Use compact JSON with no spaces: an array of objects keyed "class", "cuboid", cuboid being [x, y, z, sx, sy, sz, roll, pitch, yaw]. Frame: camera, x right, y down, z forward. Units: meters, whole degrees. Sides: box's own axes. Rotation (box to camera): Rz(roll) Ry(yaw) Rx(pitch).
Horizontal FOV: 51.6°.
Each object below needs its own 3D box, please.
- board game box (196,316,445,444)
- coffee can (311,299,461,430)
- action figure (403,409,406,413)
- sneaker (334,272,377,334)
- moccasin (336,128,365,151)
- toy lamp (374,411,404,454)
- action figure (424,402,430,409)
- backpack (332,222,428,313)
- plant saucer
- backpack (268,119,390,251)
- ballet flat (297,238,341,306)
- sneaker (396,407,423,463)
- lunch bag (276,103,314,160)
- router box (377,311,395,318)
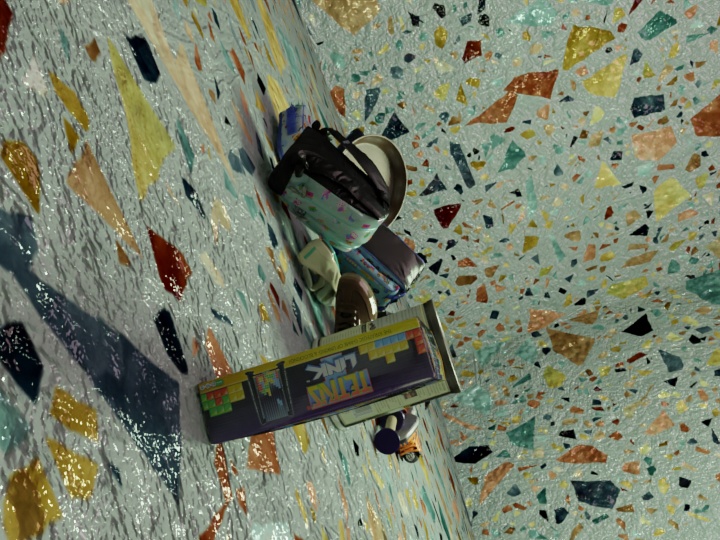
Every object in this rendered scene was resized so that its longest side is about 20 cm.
[{"class":"board game box","cuboid":[-0.025,0.103,0.684,0.165,0.197,0.058,37,36,-78]},{"class":"coffee can","cuboid":[0.041,0.145,1.152,0.146,0.197,0.149,-18,90,-84]},{"class":"action figure","cuboid":[0.065,0.213,1.679,0.099,0.064,0.203,46,37,-54]},{"class":"sneaker","cuboid":[-0.012,0.106,1.248,0.076,0.069,0.203,-54,143,-57]},{"class":"moccasin","cuboid":[-0.044,-0.227,1.591,0.080,0.199,0.069,0,62,-47]},{"class":"toy lamp","cuboid":[0.059,0.316,1.513,0.200,0.057,0.059,-25,97,-83]},{"class":"action figure","cuboid":[0.075,0.217,1.572,0.119,0.198,0.103,-56,-170,44]},{"class":"backpack","cuboid":[0.000,0.000,1.417,0.182,0.200,0.135,42,54,-6]},{"class":"plant saucer","cuboid":[0.011,-0.169,1.477,0.034,0.200,0.202,19,-41,49]},{"class":"backpack","cuboid":[-0.047,-0.133,1.249,0.199,0.127,0.168,37,40,-9]},{"class":"ballet flat","cuboid":[-0.059,0.019,1.281,0.201,0.068,0.070,65,9,-53]},{"class":"sneaker","cuboid":[0.107,0.379,1.650,0.200,0.076,0.114,-32,108,-79]},{"class":"lunch bag","cuboid":[-0.114,-0.232,1.465,0.201,0.075,0.162,-98,166,-54]},{"class":"router box","cuboid":[0.072,0.169,1.418,0.199,0.061,0.152,23,56,-62]}]
